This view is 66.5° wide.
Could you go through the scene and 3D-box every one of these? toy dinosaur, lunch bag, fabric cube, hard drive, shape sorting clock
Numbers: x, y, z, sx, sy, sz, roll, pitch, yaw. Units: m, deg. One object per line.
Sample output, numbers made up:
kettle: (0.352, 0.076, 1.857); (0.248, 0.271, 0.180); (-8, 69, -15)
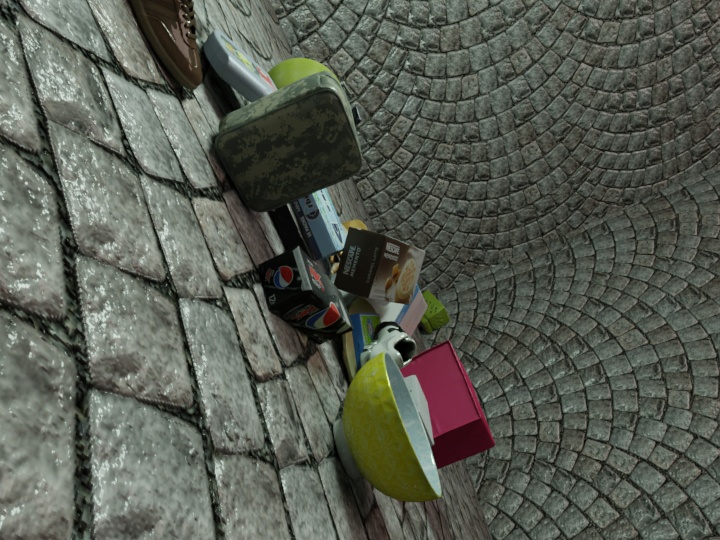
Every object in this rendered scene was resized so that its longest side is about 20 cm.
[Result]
toy dinosaur: (-0.040, -0.003, 1.214); (0.200, 0.059, 0.108); (52, 18, -67)
lunch bag: (-0.098, -0.200, 0.800); (0.169, 0.196, 0.141); (-103, 169, -54)
fabric cube: (0.173, 0.320, 1.265); (0.200, 0.196, 0.199); (55, 14, -52)
hard drive: (-0.107, -0.063, 0.967); (0.140, 0.037, 0.203); (-83, 149, -78)
shape sorting clock: (0.011, 0.154, 1.038); (0.200, 0.038, 0.205); (-12, 91, -72)

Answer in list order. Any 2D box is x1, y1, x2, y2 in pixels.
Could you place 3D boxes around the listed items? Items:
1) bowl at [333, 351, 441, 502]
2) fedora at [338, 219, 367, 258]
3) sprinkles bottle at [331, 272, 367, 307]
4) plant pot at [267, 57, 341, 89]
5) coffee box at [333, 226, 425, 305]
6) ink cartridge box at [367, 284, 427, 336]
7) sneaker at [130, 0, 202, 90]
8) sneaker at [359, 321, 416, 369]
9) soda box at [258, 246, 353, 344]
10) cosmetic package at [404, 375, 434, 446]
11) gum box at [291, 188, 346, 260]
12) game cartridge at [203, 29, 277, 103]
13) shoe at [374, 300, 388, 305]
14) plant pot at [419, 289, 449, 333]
bowl: (0.025, 0.227, 0.753); (0.200, 0.106, 0.204); (-24, 91, -84)
fedora: (-0.017, -0.067, 1.351); (0.203, 0.081, 0.201); (61, -9, 15)
sprinkles bottle: (-0.007, 0.089, 1.129); (0.201, 0.067, 0.069); (61, 8, -45)
plant pot: (-0.111, -0.278, 1.008); (0.201, 0.184, 0.190); (-100, 165, -64)
coffee box: (0.041, -0.004, 1.036); (0.199, 0.078, 0.117); (16, 90, -62)
ink cartridge box: (0.071, 0.089, 1.320); (0.127, 0.127, 0.200); (28, -12, 25)
sneaker: (-0.232, -0.326, 0.663); (0.071, 0.074, 0.203); (-95, 161, -71)
sneaker: (0.066, 0.144, 1.015); (0.200, 0.087, 0.076); (-48, 123, -69)
soda box: (-0.071, 0.043, 0.784); (0.200, 0.062, 0.072); (52, 15, -65)
cosmetic package: (0.079, 0.280, 1.055); (0.200, 0.100, 0.075); (-65, 130, -83)
gum box: (-0.080, -0.109, 0.994); (0.200, 0.044, 0.173); (-32, 99, -83)
game cartridge: (-0.197, -0.331, 0.909); (0.132, 0.041, 0.201); (31, 19, -35)
shoe: (0.000, 0.000, 1.152); (0.090, 0.072, 0.201); (26, -17, 35)
plant pot: (0.463, 0.292, 3.705); (0.200, 0.181, 0.200); (45, -10, 40)
